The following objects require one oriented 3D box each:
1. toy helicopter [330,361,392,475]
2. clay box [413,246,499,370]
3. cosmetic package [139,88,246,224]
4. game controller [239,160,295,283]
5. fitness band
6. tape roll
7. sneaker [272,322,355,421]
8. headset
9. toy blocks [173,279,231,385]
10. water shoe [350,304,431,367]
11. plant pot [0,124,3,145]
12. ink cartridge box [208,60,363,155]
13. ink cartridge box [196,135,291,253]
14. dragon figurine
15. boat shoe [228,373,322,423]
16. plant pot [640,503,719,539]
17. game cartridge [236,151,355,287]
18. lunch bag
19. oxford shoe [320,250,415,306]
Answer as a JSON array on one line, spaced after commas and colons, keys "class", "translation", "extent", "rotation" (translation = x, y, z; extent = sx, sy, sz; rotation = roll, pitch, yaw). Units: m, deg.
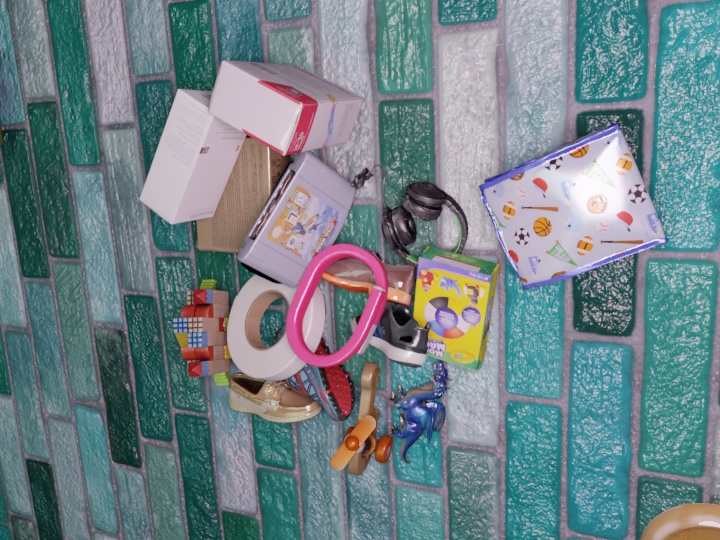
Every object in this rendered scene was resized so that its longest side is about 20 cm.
[{"class": "toy helicopter", "translation": [0.003, 0.251, 1.101], "extent": [0.079, 0.132, 0.201], "rotation": [11, 106, 21]}, {"class": "clay box", "translation": [0.142, 0.071, 1.018], "extent": [0.115, 0.048, 0.201], "rotation": [15, 121, 22]}, {"class": "cosmetic package", "translation": [-0.263, -0.182, 1.052], "extent": [0.081, 0.113, 0.200], "rotation": [33, 115, 16]}, {"class": "game controller", "translation": [-0.116, -0.078, 1.075], "extent": [0.104, 0.042, 0.200], "rotation": [28, 92, -26]}, {"class": "fitness band", "translation": [-0.039, 0.055, 1.031], "extent": [0.143, 0.037, 0.200], "rotation": [22, 86, 25]}, {"class": "tape roll", "translation": [-0.150, 0.089, 1.135], "extent": [0.202, 0.037, 0.203], "rotation": [-13, 66, 33]}, {"class": "sneaker", "translation": [-0.086, 0.184, 1.168], "extent": [0.095, 0.079, 0.200], "rotation": [-41, 74, 33]}, {"class": "headset", "translation": [0.074, -0.083, 1.007], "extent": [0.200, 0.094, 0.124], "rotation": [43, 117, -2]}, {"class": "toy blocks", "translation": [-0.285, 0.111, 1.178], "extent": [0.100, 0.137, 0.201], "rotation": [-3, 84, 10]}, {"class": "water shoe", "translation": [0.053, 0.090, 1.041], "extent": [0.200, 0.071, 0.079], "rotation": [25, 98, 60]}, {"class": "plant pot", "translation": [-0.823, -0.339, 1.337], "extent": [0.200, 0.200, 0.190], "rotation": [8, 117, 24]}, {"class": "ink cartridge box", "translation": [-0.107, -0.250, 0.993], "extent": [0.147, 0.200, 0.086], "rotation": [30, 114, 16]}, {"class": "ink cartridge box", "translation": [-0.204, -0.132, 1.139], "extent": [0.164, 0.075, 0.201], "rotation": [7, 106, 25]}, {"class": "dragon figurine", "translation": [0.105, 0.248, 1.093], "extent": [0.099, 0.059, 0.201], "rotation": [5, 103, 25]}, {"class": "boat shoe", "translation": [-0.165, 0.231, 1.210], "extent": [0.199, 0.074, 0.067], "rotation": [2, 109, 25]}, {"class": "plant pot", "translation": [0.515, 0.440, 0.961], "extent": [0.200, 0.027, 0.201], "rotation": [6, 104, 24]}, {"class": "game cartridge", "translation": [-0.095, -0.076, 1.050], "extent": [0.200, 0.133, 0.042], "rotation": [-59, 37, 0]}, {"class": "lunch bag", "translation": [0.281, -0.083, 0.893], "extent": [0.200, 0.124, 0.170], "rotation": [-24, 92, 21]}, {"class": "oxford shoe", "translation": [0.000, 0.000, 1.089], "extent": [0.200, 0.071, 0.073], "rotation": [16, 85, 21]}]
